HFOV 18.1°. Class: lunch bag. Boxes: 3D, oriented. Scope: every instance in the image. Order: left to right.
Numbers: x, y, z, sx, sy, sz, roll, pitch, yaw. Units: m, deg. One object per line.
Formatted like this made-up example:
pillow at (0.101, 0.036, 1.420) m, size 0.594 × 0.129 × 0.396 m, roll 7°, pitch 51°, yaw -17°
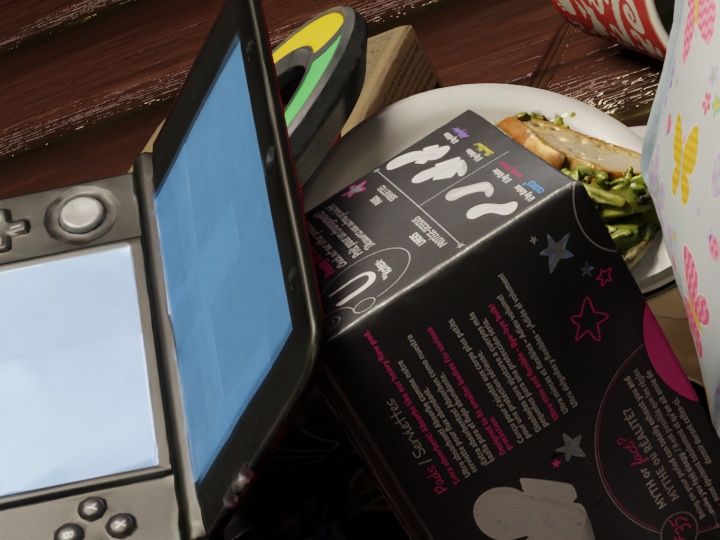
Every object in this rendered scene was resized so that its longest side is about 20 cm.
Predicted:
lunch bag at (0.191, -0.053, 0.884) m, size 0.127 × 0.200 × 0.170 m, roll -4°, pitch 45°, yaw -6°

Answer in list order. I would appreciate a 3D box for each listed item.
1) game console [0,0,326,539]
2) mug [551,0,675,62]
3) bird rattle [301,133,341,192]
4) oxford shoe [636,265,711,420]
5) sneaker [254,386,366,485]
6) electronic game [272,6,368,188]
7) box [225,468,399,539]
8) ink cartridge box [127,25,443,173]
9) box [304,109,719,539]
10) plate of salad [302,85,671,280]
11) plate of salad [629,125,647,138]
game console at (-0.102, 0.009, 0.851) m, size 0.172 × 0.119 × 0.200 m, roll -11°, pitch 49°, yaw -1°
mug at (0.210, -0.177, 1.367) m, size 0.134 × 0.177 × 0.200 m, roll -67°, pitch 19°, yaw 3°
bird rattle at (-0.063, 0.002, 1.254) m, size 0.199 × 0.113 × 0.163 m, roll -21°, pitch 21°, yaw 26°
oxford shoe at (0.161, 0.032, 1.004) m, size 0.199 × 0.073 × 0.085 m, roll -21°, pitch 59°, yaw -12°
sneaker at (-0.001, 0.066, 0.998) m, size 0.200 × 0.079 × 0.075 m, roll -33°, pitch 20°, yaw 48°
electronic game at (-0.066, -0.056, 1.158) m, size 0.200 × 0.042 × 0.200 m, roll -45°, pitch 16°, yaw 17°
box at (-0.083, 0.118, 1.126) m, size 0.200 × 0.050 × 0.198 m, roll -33°, pitch 23°, yaw -12°
ink cartridge box at (-0.054, -0.066, 1.463) m, size 0.199 × 0.075 × 0.165 m, roll -18°, pitch 25°, yaw 25°
box at (0.059, 0.061, 0.866) m, size 0.115 × 0.200 × 0.132 m, roll -32°, pitch 21°, yaw -5°
plate of salad at (0.066, -0.014, 1.078) m, size 0.199 × 0.048 × 0.201 m, roll 1°, pitch 58°, yaw -2°
plate of salad at (0.095, -0.033, 1.241) m, size 0.200 × 0.048 × 0.200 m, roll -25°, pitch 22°, yaw 11°
